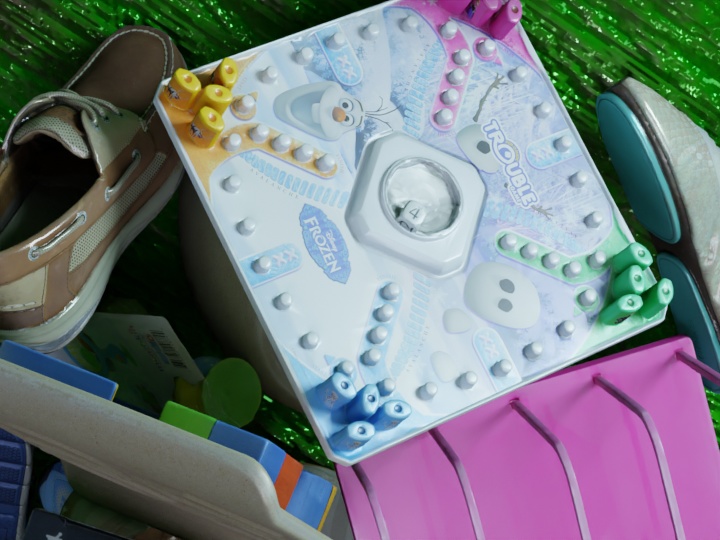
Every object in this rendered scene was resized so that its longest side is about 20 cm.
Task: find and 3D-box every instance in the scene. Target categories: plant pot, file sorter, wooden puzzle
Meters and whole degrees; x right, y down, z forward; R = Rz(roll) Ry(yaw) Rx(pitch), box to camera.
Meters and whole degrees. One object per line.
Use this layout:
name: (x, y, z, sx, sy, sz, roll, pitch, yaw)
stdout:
plant pot: (0.000, 0.000, 1.173, 0.198, 0.135, 0.202, 1, 119, 1)
file sorter: (0.103, 0.135, 1.158, 0.198, 0.125, 0.140, -16, 99, -5)
wooden puzzle: (-0.090, 0.088, 1.079, 0.184, 0.047, 0.200, 19, 165, 20)

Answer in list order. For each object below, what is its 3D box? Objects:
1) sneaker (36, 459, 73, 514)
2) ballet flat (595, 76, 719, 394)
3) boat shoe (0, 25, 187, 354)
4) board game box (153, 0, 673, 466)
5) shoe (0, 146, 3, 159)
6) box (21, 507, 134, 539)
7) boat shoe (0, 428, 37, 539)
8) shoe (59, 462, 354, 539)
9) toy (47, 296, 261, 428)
sneaker: (-0.141, 0.181, 1.325, 0.089, 0.078, 0.201, 18, 131, 27)
ballet flat: (0.178, -0.026, 1.201, 0.062, 0.067, 0.201, -31, 120, -13)
boat shoe: (-0.135, -0.052, 1.114, 0.075, 0.201, 0.072, 6, 140, 17)
board game box: (0.030, -0.035, 1.095, 0.199, 0.026, 0.201, -22, 79, -26)
shoe: (-0.209, -0.009, 1.218, 0.199, 0.091, 0.072, -7, 137, 40)
box: (-0.120, 0.229, 1.188, 0.147, 0.108, 0.200, 17, 147, 0)
boat shoe: (-0.212, 0.136, 1.291, 0.072, 0.073, 0.201, 15, 123, -7)
shoe: (-0.067, 0.143, 1.246, 0.199, 0.053, 0.071, 1, 95, -38)
toy: (-0.113, 0.052, 1.212, 0.047, 0.199, 0.116, -44, 116, -22)
